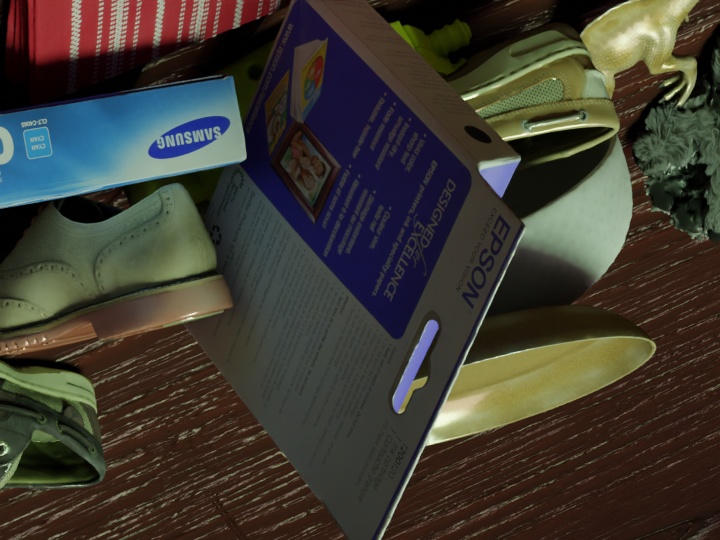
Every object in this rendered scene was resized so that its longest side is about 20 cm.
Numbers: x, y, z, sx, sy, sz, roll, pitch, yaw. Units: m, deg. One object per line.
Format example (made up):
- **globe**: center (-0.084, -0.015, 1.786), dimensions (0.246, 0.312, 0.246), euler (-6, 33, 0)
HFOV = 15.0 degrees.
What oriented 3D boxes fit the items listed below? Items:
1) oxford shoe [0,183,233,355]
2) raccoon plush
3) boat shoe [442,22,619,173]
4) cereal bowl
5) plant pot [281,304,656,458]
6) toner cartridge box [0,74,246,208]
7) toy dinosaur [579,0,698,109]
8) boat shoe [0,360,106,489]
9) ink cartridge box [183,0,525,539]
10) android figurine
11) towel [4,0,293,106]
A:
- **oxford shoe**: center (-0.147, 0.000, 1.371), dimensions (0.200, 0.074, 0.071), euler (-10, -178, 36)
- **raccoon plush**: center (0.262, -0.094, 1.688), dimensions (0.134, 0.097, 0.200), euler (-19, 156, -45)
- **boat shoe**: center (0.037, -0.053, 1.392), dimensions (0.200, 0.076, 0.072), euler (-27, 158, -1)
- **cereal bowl**: center (0.058, -0.005, 1.481), dimensions (0.200, 0.083, 0.200), euler (-21, -163, 7)
- **plant pot**: center (0.052, 0.056, 1.412), dimensions (0.200, 0.028, 0.200), euler (-16, 166, -4)
- **toner cartridge box**: center (-0.160, -0.050, 1.253), dimensions (0.200, 0.043, 0.095), euler (-13, -176, -36)
- **toy dinosaur**: center (0.159, -0.134, 1.508), dimensions (0.200, 0.058, 0.101), euler (-34, 156, 8)
- **boat shoe**: center (-0.209, 0.090, 1.512), dimensions (0.072, 0.066, 0.201), euler (-40, 156, 24)
- **ink cartridge box**: center (0.000, 0.000, 1.285), dimensions (0.043, 0.200, 0.198), euler (-1, 128, -38)
- **android figurine**: center (-0.028, -0.069, 1.434), dimensions (0.200, 0.041, 0.182), euler (-29, 158, -3)
- **towel**: center (-0.068, -0.150, 1.238), dimensions (0.200, 0.023, 0.145), euler (-23, 157, -18)
